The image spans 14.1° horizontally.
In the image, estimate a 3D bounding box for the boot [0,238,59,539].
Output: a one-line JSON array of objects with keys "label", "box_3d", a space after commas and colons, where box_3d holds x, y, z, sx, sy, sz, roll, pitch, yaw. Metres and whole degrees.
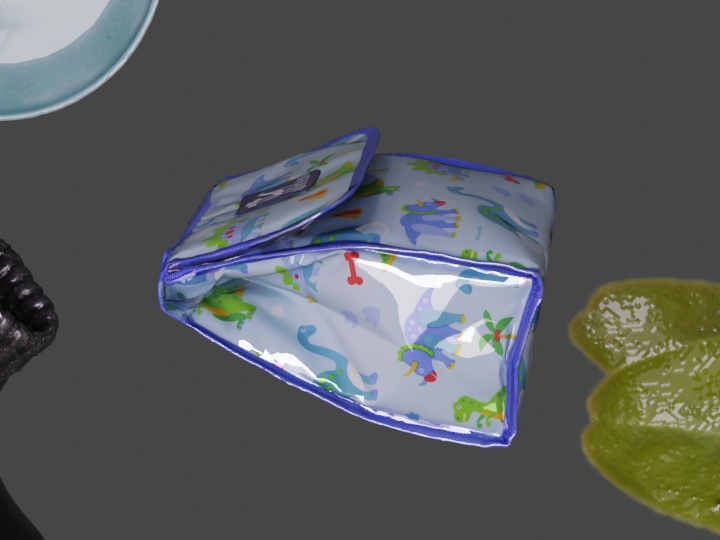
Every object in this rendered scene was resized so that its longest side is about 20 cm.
[{"label": "boot", "box_3d": [-0.218, 0.084, 1.662, 0.158, 0.079, 0.211, -42, 99, 15]}]

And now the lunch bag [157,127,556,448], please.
[{"label": "lunch bag", "box_3d": [0.000, 0.000, 1.569, 0.200, 0.170, 0.128, 10, 108, 4]}]

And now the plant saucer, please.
[{"label": "plant saucer", "box_3d": [-0.203, -0.183, 1.601, 0.200, 0.036, 0.200, 1, 107, 4]}]
